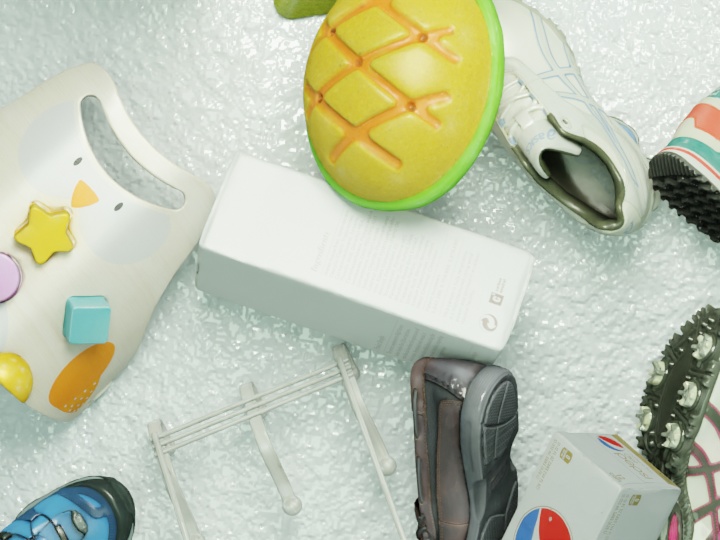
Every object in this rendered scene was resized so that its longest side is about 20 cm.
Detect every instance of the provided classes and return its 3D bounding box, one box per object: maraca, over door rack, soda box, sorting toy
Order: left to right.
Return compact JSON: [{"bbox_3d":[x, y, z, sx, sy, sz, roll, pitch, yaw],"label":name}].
[{"bbox_3d":[-0.193,-0.030,1.478,0.180,0.107,0.200,-43,93,4],"label":"sorting toy"},{"bbox_3d":[-0.045,0.157,1.473,0.147,0.067,0.201,-23,51,4],"label":"over door rack"},{"bbox_3d":[0.029,-0.135,1.415,0.136,0.107,0.201,7,84,29],"label":"maraca"},{"bbox_3d":[0.123,0.203,1.481,0.068,0.063,0.201,40,115,41],"label":"soda box"}]

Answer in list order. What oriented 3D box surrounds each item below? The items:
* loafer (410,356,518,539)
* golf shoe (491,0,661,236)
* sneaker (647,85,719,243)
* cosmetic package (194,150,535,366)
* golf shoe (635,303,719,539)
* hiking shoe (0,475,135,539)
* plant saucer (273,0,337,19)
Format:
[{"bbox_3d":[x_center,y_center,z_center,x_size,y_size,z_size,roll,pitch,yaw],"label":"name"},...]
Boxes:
[{"bbox_3d":[0.062,0.138,1.490,0.063,0.072,0.201,19,128,25],"label":"loafer"},{"bbox_3d":[0.111,-0.102,1.460,0.200,0.097,0.078,44,107,-1],"label":"golf shoe"},{"bbox_3d":[0.276,-0.037,1.477,0.200,0.070,0.094,41,69,-15],"label":"sneaker"},{"bbox_3d":[0.000,0.000,1.469,0.199,0.102,0.074,21,73,-1],"label":"cosmetic package"},{"bbox_3d":[0.222,0.121,1.505,0.088,0.077,0.201,10,101,-17],"label":"golf shoe"},{"bbox_3d":[-0.231,0.206,1.510,0.200,0.087,0.075,-37,86,5],"label":"hiking shoe"},{"bbox_3d":[0.029,-0.271,1.472,0.198,0.048,0.201,-8,96,3],"label":"plant saucer"}]
